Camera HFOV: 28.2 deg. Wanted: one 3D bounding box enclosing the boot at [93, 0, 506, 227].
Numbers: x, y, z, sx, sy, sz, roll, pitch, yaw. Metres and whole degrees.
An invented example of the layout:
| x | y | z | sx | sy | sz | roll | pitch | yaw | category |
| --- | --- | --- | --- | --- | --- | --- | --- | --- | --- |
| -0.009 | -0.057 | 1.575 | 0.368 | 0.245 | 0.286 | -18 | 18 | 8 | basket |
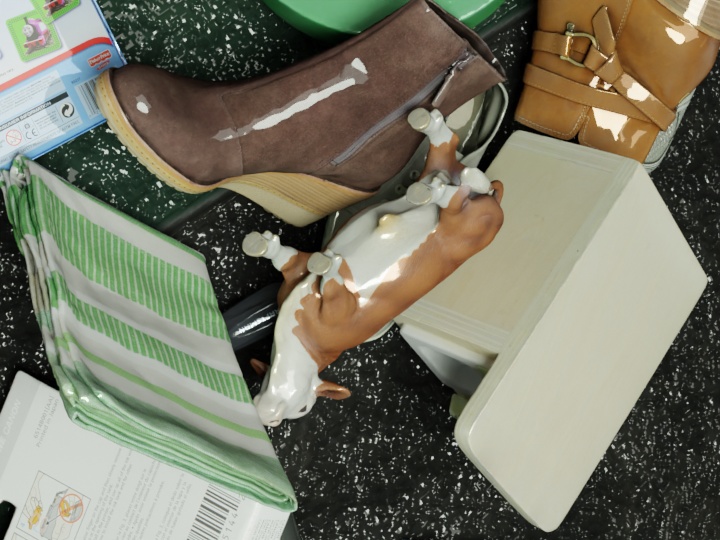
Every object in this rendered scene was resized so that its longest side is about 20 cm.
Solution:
| x | y | z | sx | sy | sz | roll | pitch | yaw | category |
| --- | --- | --- | --- | --- | --- | --- | --- | --- | --- |
| -0.030 | -0.105 | 0.796 | 0.166 | 0.073 | 0.200 | -37 | 145 | 23 | boot |

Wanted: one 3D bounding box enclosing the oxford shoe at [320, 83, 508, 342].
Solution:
| x | y | z | sx | sy | sz | roll | pitch | yaw | category |
| --- | --- | --- | --- | --- | --- | --- | --- | --- | --- |
| 0.033 | -0.049 | 0.898 | 0.075 | 0.058 | 0.201 | 29 | 84 | -28 | oxford shoe |

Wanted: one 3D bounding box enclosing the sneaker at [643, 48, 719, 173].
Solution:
| x | y | z | sx | sy | sz | roll | pitch | yaw | category |
| --- | --- | --- | --- | --- | --- | --- | --- | --- | --- |
| 0.206 | -0.160 | 0.956 | 0.077 | 0.082 | 0.201 | 17 | 88 | -26 | sneaker |

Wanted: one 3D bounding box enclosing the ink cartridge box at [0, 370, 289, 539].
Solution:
| x | y | z | sx | sy | sz | roll | pitch | yaw | category |
| --- | --- | --- | --- | --- | --- | --- | --- | --- | --- |
| -0.150 | 0.180 | 0.788 | 0.045 | 0.176 | 0.201 | 21 | 92 | -63 | ink cartridge box |

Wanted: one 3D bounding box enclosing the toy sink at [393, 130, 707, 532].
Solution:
| x | y | z | sx | sy | sz | roll | pitch | yaw | category |
| --- | --- | --- | --- | --- | --- | --- | --- | --- | --- |
| 0.104 | 0.036 | 0.889 | 0.200 | 0.112 | 0.130 | -56 | 135 | -14 | toy sink |

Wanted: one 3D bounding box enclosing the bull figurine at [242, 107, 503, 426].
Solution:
| x | y | z | sx | sy | sz | roll | pitch | yaw | category |
| --- | --- | --- | --- | --- | --- | --- | --- | --- | --- |
| 0.000 | 0.000 | 0.815 | 0.200 | 0.065 | 0.122 | -42 | 152 | -10 | bull figurine |

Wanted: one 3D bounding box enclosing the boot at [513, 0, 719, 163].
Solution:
| x | y | z | sx | sy | sz | roll | pitch | yaw | category |
| --- | --- | --- | --- | --- | --- | --- | --- | --- | --- |
| 0.130 | -0.167 | 0.912 | 0.074 | 0.199 | 0.155 | -24 | 141 | -62 | boot |

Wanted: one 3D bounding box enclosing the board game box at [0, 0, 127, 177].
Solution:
| x | y | z | sx | sy | sz | roll | pitch | yaw | category |
| --- | --- | --- | --- | --- | --- | --- | --- | --- | --- |
| -0.229 | -0.149 | 0.779 | 0.151 | 0.037 | 0.201 | -31 | 107 | -20 | board game box |

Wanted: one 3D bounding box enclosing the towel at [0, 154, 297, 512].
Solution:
| x | y | z | sx | sy | sz | roll | pitch | yaw | category |
| --- | --- | --- | --- | --- | --- | --- | --- | --- | --- |
| -0.113 | 0.029 | 0.754 | 0.023 | 0.200 | 0.152 | -45 | 132 | 15 | towel |

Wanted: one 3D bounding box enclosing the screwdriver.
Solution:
| x | y | z | sx | sy | sz | roll | pitch | yaw | category |
| --- | --- | --- | --- | --- | --- | --- | --- | --- | --- |
| -0.003 | 0.000 | 0.869 | 0.199 | 0.028 | 0.029 | -24 | 74 | 0 | screwdriver |

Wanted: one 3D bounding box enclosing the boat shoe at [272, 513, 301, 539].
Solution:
| x | y | z | sx | sy | sz | roll | pitch | yaw | category |
| --- | --- | --- | --- | --- | --- | --- | --- | --- | --- |
| -0.059 | 0.186 | 0.801 | 0.063 | 0.073 | 0.203 | 13 | 65 | -58 | boat shoe |

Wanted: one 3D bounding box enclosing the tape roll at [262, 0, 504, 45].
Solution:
| x | y | z | sx | sy | sz | roll | pitch | yaw | category |
| --- | --- | --- | --- | --- | --- | --- | --- | --- | --- |
| 0.014 | -0.231 | 0.838 | 0.199 | 0.048 | 0.202 | 0 | 87 | -2 | tape roll |
